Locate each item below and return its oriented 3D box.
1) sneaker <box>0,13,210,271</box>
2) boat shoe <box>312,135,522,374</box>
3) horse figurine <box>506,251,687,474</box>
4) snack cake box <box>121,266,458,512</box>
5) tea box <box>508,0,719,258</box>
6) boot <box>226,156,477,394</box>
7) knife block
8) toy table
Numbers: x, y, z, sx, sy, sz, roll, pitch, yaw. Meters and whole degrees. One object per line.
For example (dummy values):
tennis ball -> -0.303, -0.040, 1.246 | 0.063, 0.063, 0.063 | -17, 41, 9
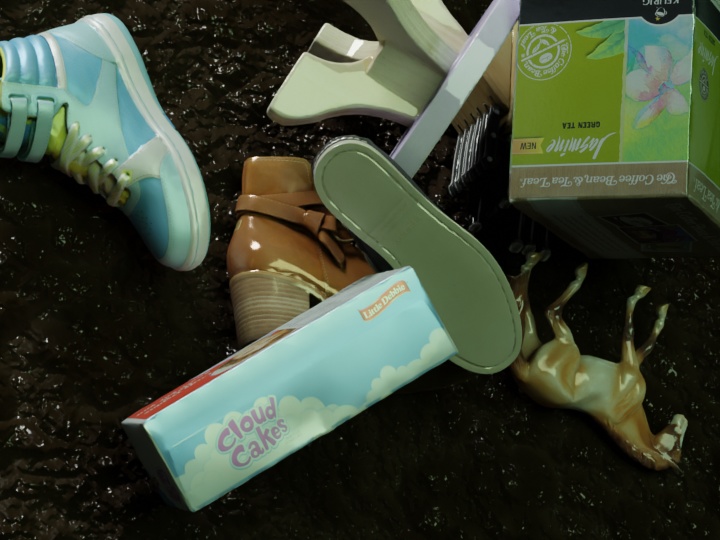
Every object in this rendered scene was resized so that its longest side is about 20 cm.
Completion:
sneaker -> -0.191, -0.077, 1.319 | 0.130, 0.080, 0.200 | -14, 66, -36
boat shoe -> 0.041, -0.015, 1.347 | 0.073, 0.063, 0.200 | -40, 105, 5
horse figurine -> 0.170, 0.065, 1.470 | 0.199, 0.050, 0.133 | 21, 75, -30
snack cake box -> -0.048, 0.076, 1.260 | 0.200, 0.115, 0.067 | -30, 95, -14
tea box -> 0.202, -0.121, 1.411 | 0.200, 0.133, 0.198 | 28, 63, -64
boot -> 0.000, 0.000, 1.398 | 0.199, 0.074, 0.155 | 15, 57, -27
knife block -> 0.142, -0.112, 1.536 | 0.200, 0.064, 0.176 | -33, 87, -37
toy table -> 0.028, -0.159, 1.410 | 0.117, 0.184, 0.200 | 33, 60, -3
